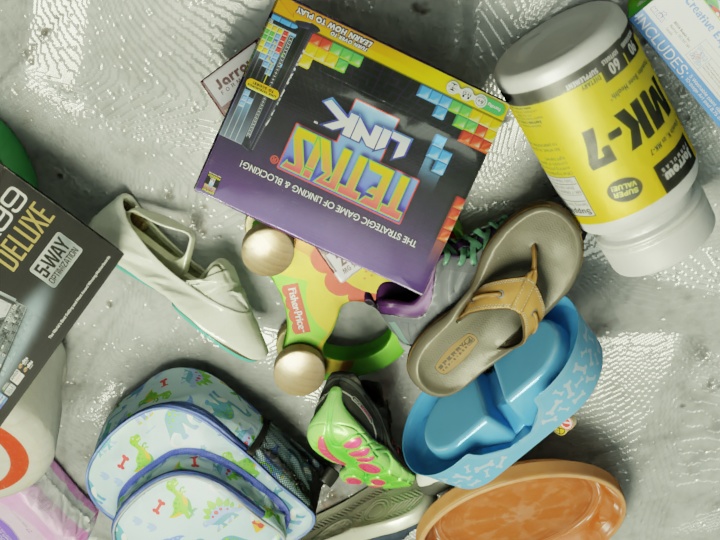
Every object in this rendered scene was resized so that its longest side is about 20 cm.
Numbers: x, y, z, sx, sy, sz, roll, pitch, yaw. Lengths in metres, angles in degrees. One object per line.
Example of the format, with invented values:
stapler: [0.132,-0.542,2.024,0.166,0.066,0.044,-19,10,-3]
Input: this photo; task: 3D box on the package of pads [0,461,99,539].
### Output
package of pads: [-0.376,0.255,1.496,0.199,0.076,0.121,-29,108,22]

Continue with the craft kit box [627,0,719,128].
craft kit box: [0.346,-0.192,1.158,0.197,0.049,0.200,-36,108,27]

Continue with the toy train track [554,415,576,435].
toy train track: [0.156,0.152,1.343,0.033,0.114,0.200,47,133,9]

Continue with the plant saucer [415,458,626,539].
plant saucer: [0.148,0.231,1.385,0.198,0.033,0.201,-8,143,-6]

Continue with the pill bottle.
pill bottle: [0.200,-0.102,1.188,0.114,0.115,0.201,-25,112,21]

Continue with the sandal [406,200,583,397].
sandal: [0.111,0.033,1.212,0.082,0.055,0.200,37,109,-17]

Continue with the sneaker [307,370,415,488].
sneaker: [0.009,0.146,1.346,0.076,0.084,0.200,4,158,14]

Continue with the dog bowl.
dog bowl: [0.123,0.107,1.254,0.049,0.112,0.200,36,113,-28]

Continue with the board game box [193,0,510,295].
board game box: [-0.007,-0.098,1.160,0.199,0.057,0.166,24,95,-5]

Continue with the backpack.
backpack: [-0.155,0.204,1.393,0.183,0.147,0.200,-39,104,23]

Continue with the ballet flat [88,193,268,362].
ballet flat: [-0.154,0.002,1.320,0.199,0.069,0.070,36,119,3]

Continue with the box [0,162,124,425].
box: [-0.319,0.022,1.244,0.157,0.201,0.050,37,160,-8]

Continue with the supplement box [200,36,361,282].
supplement box: [-0.030,-0.104,1.217,0.108,0.061,0.201,-35,97,4]

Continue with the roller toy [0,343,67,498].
roller toy: [-0.367,0.112,1.365,0.198,0.141,0.183,-12,139,14]

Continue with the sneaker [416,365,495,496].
sneaker: [0.091,0.109,1.350,0.108,0.067,0.201,39,114,-11]

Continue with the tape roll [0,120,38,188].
tape roll: [-0.392,-0.067,1.338,0.198,0.048,0.202,4,119,7]

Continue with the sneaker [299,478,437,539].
sneaker: [0.007,0.270,1.448,0.199,0.075,0.085,-27,110,32]

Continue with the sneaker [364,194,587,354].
sneaker: [0.100,-0.008,1.251,0.200,0.075,0.088,-40,126,7]

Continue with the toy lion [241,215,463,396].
toy lion: [0.000,0.000,1.312,0.190,0.069,0.201,-10,117,5]
